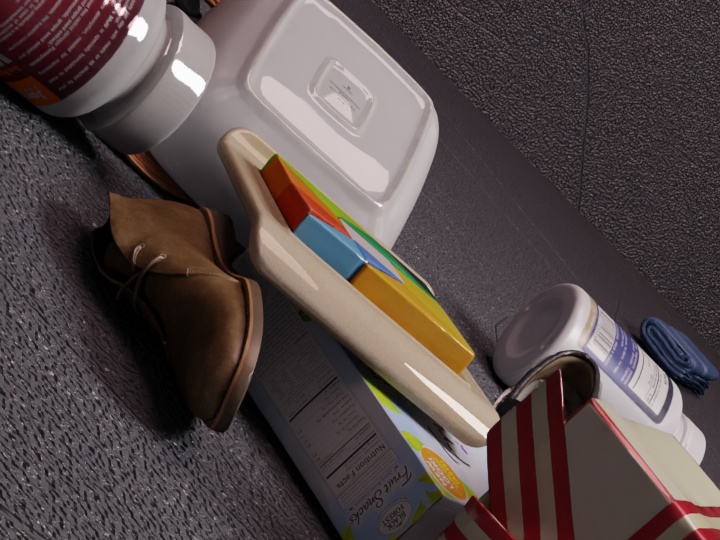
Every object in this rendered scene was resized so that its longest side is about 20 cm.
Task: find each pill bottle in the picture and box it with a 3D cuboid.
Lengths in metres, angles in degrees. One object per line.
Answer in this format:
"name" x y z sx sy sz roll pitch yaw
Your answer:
"pill bottle" -0.184 -0.160 1.024 0.200 0.109 0.110 40 13 -34
"pill bottle" 0.223 0.116 1.605 0.200 0.111 0.111 44 12 -19

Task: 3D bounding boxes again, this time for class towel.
"towel" 0.487 0.131 2.701 0.112 0.048 0.200 53 13 23

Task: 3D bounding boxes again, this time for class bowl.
"bowl" -0.033 -0.102 1.186 0.200 0.075 0.200 41 43 -13

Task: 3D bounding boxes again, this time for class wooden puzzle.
"wooden puzzle" 0.000 0.000 1.016 0.185 0.037 0.200 41 11 -21

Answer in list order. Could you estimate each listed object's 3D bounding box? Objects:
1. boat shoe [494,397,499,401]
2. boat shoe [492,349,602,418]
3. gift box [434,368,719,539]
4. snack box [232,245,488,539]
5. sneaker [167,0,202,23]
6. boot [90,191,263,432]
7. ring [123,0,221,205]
"boat shoe" 0.145 0.155 1.300 0.072 0.059 0.201 48 10 -32
"boat shoe" 0.121 0.114 1.223 0.074 0.061 0.200 32 29 14
"gift box" 0.130 0.168 0.880 0.185 0.200 0.186 46 11 23
"snack box" 0.011 0.089 1.015 0.200 0.068 0.168 53 13 32
"sneaker" -0.142 -0.162 1.250 0.200 0.085 0.077 50 12 7
"boot" -0.098 0.017 0.898 0.075 0.074 0.200 21 18 -23
"ring" -0.124 -0.137 1.193 0.200 0.019 0.202 26 54 -42
